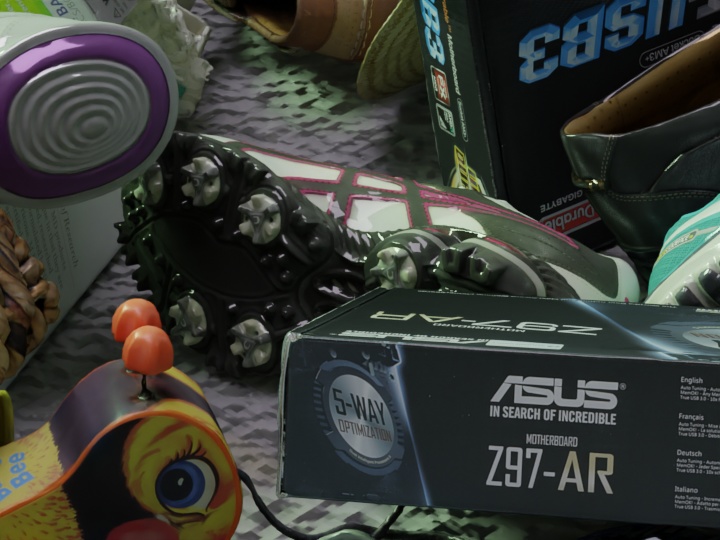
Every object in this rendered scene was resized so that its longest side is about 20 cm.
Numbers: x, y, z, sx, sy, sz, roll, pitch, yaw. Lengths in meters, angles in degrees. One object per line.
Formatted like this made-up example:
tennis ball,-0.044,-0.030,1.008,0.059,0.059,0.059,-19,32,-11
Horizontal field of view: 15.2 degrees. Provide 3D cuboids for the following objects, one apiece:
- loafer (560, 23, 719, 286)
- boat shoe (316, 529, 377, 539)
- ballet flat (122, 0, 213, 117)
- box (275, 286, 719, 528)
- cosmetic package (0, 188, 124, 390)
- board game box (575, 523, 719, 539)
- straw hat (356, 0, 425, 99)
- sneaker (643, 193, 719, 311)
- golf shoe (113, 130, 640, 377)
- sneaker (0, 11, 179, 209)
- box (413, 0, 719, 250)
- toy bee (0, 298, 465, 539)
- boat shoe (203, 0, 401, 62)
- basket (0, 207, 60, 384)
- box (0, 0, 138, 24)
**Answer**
loafer,0.157,-0.078,0.909,0.200,0.072,0.073,-43,25,4
boat shoe,-0.052,0.136,0.679,0.073,0.067,0.200,7,32,29
ballet flat,-0.099,-0.115,1.175,0.071,0.072,0.200,-11,30,-2
box,0.088,0.038,0.751,0.198,0.044,0.160,3,4,10
cosmetic package,-0.164,-0.002,0.963,0.101,0.075,0.200,2,32,19
board game box,0.081,0.110,0.626,0.199,0.062,0.199,13,15,33
straw hat,0.094,-0.105,1.049,0.085,0.201,0.201,44,48,9
sneaker,0.164,-0.034,0.835,0.199,0.077,0.080,-34,25,28
golf shoe,0.000,0.000,0.927,0.199,0.078,0.088,21,24,36
sneaker,-0.163,-0.041,0.906,0.198,0.075,0.100,-10,15,-14
box,0.110,-0.121,0.963,0.199,0.200,0.050,-22,29,-23
toy bee,-0.079,0.064,0.779,0.199,0.109,0.131,-26,31,-28
boat shoe,-0.038,-0.141,1.159,0.071,0.076,0.200,-2,20,-27
basket,-0.215,0.028,0.776,0.199,0.143,0.149,-29,13,37
box,-0.180,-0.127,1.078,0.199,0.113,0.102,-20,25,34
